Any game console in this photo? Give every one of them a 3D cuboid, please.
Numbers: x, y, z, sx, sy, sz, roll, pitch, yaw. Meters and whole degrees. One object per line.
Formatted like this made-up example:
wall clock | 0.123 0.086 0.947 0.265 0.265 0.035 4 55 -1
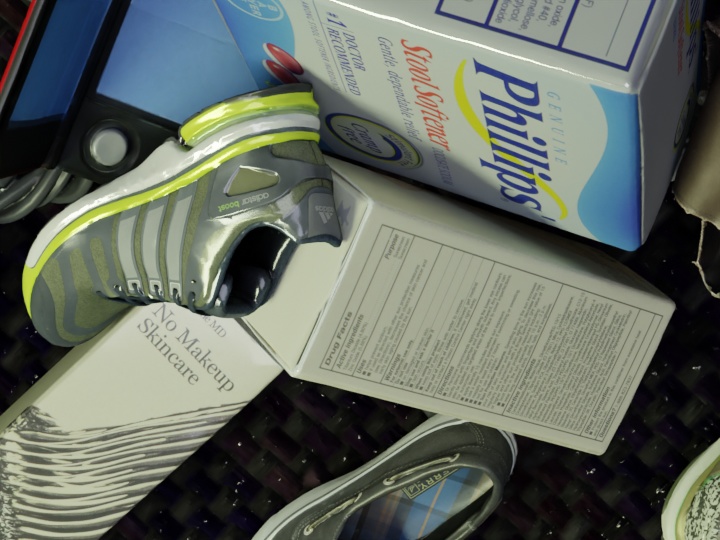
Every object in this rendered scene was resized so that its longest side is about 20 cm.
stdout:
game console | -0.084 -0.122 0.822 0.171 0.119 0.201 19 101 -28

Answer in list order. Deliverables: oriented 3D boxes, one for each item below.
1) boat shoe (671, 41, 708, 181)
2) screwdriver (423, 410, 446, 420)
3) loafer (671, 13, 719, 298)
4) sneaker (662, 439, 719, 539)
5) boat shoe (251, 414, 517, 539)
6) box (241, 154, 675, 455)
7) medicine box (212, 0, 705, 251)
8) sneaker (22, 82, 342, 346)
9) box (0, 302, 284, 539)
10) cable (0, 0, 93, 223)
boat shoe | 0.178 -0.088 0.887 0.198 0.071 0.064 -13 103 -5
screwdriver | 0.000 0.000 0.922 0.028 0.029 0.201 -34 101 -8
loafer | 0.183 -0.045 0.800 0.071 0.073 0.201 -31 139 -7
sneaker | 0.234 0.090 0.905 0.076 0.089 0.201 26 101 -6
boat shoe | 0.003 0.150 0.928 0.199 0.066 0.070 -35 104 17
box | 0.049 0.018 0.859 0.199 0.078 0.096 19 103 -33
medicine box | 0.050 -0.113 0.782 0.198 0.182 0.104 20 75 16
sneaker | -0.087 -0.007 0.813 0.199 0.074 0.082 -35 69 36
box | -0.135 0.081 0.921 0.200 0.068 0.082 -44 99 9
cable | -0.220 -0.100 0.897 0.198 0.051 0.165 -13 107 -1
